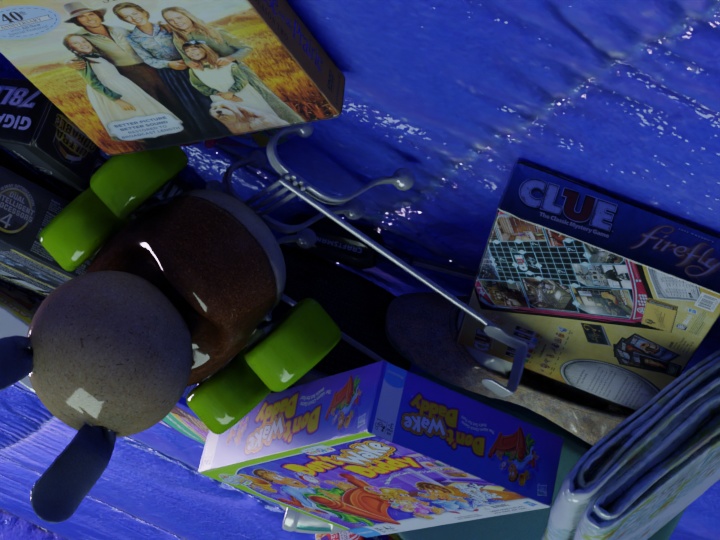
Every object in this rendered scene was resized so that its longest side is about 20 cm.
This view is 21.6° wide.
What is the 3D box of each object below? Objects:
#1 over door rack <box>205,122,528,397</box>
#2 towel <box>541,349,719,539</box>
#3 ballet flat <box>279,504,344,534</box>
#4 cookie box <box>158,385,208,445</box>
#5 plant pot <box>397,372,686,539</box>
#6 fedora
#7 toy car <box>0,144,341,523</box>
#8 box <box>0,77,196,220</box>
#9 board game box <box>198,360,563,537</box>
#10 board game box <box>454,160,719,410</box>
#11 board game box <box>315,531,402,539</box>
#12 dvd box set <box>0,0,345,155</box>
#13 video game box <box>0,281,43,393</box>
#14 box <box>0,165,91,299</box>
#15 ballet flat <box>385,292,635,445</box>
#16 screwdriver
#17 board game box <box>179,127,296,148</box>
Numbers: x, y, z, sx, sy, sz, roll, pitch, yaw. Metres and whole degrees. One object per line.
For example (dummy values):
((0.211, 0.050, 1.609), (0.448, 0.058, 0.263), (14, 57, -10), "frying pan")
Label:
((0.000, 0.000, 1.128), (0.200, 0.067, 0.148), (45, 152, -10), "over door rack")
((0.184, 0.114, 1.137), (0.048, 0.171, 0.200), (51, 168, 18), "towel")
((-0.057, 0.105, 1.370), (0.069, 0.200, 0.069), (-14, 145, -10), "ballet flat")
((-0.138, 0.090, 1.544), (0.200, 0.075, 0.171), (23, 165, 32), "cookie box")
((0.110, 0.158, 1.343), (0.200, 0.141, 0.141), (32, -170, 22), "plant pot")
((-0.031, 0.039, 1.260), (0.201, 0.092, 0.201), (24, -179, 0), "fedora")
((-0.143, 0.048, 1.064), (0.164, 0.200, 0.158), (48, 142, -3), "toy car")
((-0.220, -0.070, 1.244), (0.198, 0.050, 0.200), (9, 163, 33), "box")
((0.008, 0.114, 1.158), (0.134, 0.045, 0.200), (25, 156, -26), "board game box")
((0.134, 0.016, 1.100), (0.135, 0.035, 0.200), (21, 157, 4), "board game box")
((0.020, 0.168, 1.449), (0.046, 0.200, 0.151), (-34, 133, 22), "board game box")
((-0.112, -0.126, 0.946), (0.146, 0.029, 0.200), (-8, 152, 21), "dvd box set")
((-0.283, 0.001, 1.374), (0.200, 0.047, 0.182), (34, -172, 0), "video game box")
((-0.239, -0.029, 1.221), (0.200, 0.049, 0.161), (29, 167, -37), "box")
((0.113, 0.055, 1.236), (0.200, 0.068, 0.067), (24, 143, -21), "ballet flat")
((0.048, 0.002, 1.196), (0.200, 0.029, 0.028), (19, 162, 12), "screwdriver")
((-0.132, -0.107, 1.078), (0.200, 0.039, 0.158), (25, 162, -5), "board game box")
